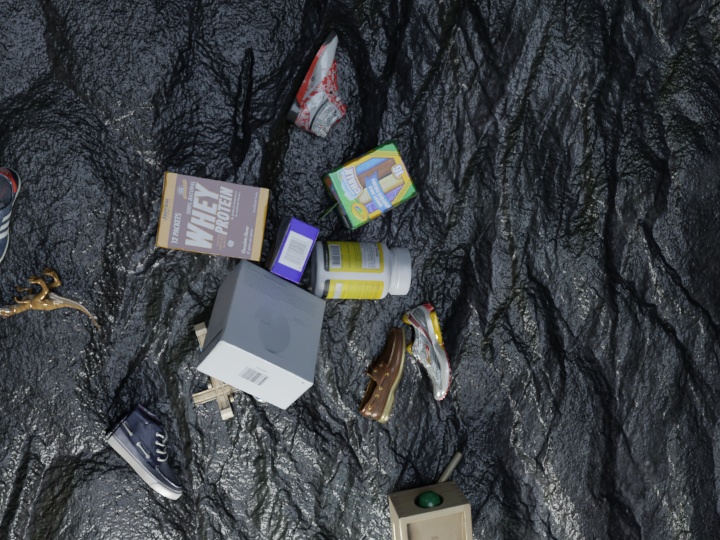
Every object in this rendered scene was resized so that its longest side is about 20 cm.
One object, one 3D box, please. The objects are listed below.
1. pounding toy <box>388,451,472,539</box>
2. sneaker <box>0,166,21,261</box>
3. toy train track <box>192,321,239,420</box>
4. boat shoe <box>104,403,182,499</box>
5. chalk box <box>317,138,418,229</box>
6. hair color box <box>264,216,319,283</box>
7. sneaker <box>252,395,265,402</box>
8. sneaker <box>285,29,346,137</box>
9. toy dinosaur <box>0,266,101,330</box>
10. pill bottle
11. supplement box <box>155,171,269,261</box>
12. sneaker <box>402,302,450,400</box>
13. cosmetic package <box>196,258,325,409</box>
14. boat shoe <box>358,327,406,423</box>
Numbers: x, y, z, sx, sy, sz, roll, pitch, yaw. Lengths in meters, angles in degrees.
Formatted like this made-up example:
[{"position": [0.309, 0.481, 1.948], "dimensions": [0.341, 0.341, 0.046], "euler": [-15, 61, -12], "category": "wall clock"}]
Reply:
[{"position": [0.156, 0.522, 1.746], "dimensions": [0.179, 0.142, 0.205], "euler": [-8, 105, -10], "category": "pounding toy"}, {"position": [-0.702, -0.098, 1.560], "dimensions": [0.073, 0.084, 0.205], "euler": [12, 90, -11], "category": "sneaker"}, {"position": [-0.299, 0.206, 1.679], "dimensions": [0.112, 0.033, 0.205], "euler": [-18, 95, -10], "category": "toy train track"}, {"position": [-0.410, 0.358, 1.642], "dimensions": [0.093, 0.075, 0.200], "euler": [-44, 99, 2], "category": "boat shoe"}, {"position": [-0.004, -0.163, 1.674], "dimensions": [0.197, 0.125, 0.126], "euler": [-27, 97, -10], "category": "chalk box"}, {"position": [-0.138, -0.043, 1.614], "dimensions": [0.064, 0.200, 0.112], "euler": [23, 88, -9], "category": "hair color box"}, {"position": [-0.217, 0.169, 1.665], "dimensions": [0.074, 0.088, 0.204], "euler": [-23, 93, -6], "category": "sneaker"}, {"position": [-0.066, -0.375, 1.682], "dimensions": [0.106, 0.067, 0.205], "euler": [26, 91, -12], "category": "sneaker"}, {"position": [-0.605, 0.056, 1.610], "dimensions": [0.194, 0.061, 0.109], "euler": [1, 116, -6], "category": "toy dinosaur"}, {"position": [0.000, 0.000, 1.687], "dimensions": [0.195, 0.114, 0.118], "euler": [2, 92, -11], "category": "pill bottle"}, {"position": [-0.284, -0.102, 1.583], "dimensions": [0.192, 0.200, 0.136], "euler": [8, 91, -11], "category": "supplement box"}, {"position": [0.139, 0.176, 1.749], "dimensions": [0.080, 0.078, 0.205], "euler": [-15, 86, -6], "category": "sneaker"}, {"position": [-0.187, 0.123, 1.590], "dimensions": [0.197, 0.123, 0.203], "euler": [28, 45, -20], "category": "cosmetic package"}, {"position": [0.048, 0.216, 1.727], "dimensions": [0.066, 0.072, 0.205], "euler": [14, 92, -13], "category": "boat shoe"}]
